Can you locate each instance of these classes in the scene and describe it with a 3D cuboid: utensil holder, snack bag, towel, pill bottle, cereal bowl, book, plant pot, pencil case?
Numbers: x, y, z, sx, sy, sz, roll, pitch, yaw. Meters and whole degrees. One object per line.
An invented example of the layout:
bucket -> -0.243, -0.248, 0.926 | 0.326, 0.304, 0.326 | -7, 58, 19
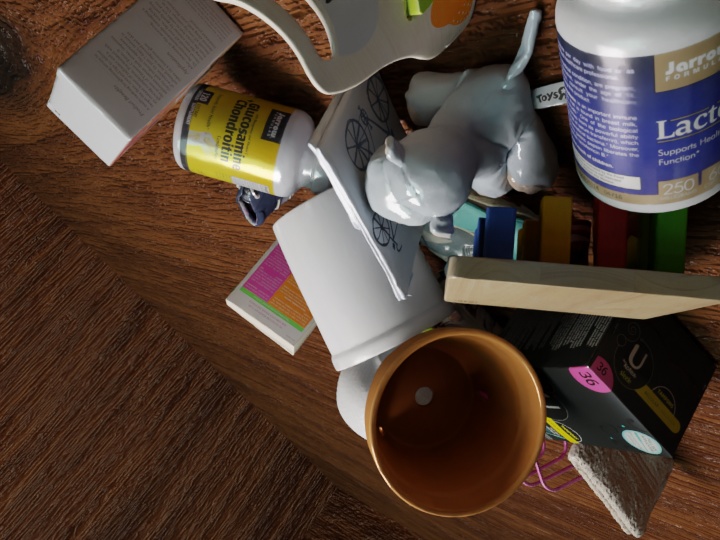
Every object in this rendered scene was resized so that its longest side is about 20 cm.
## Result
utensil holder -> 0.000, 0.000, 0.876 | 0.201, 0.169, 0.170 | 63, 157, 1
snack bag -> 0.021, -0.100, 0.713 | 0.021, 0.189, 0.200 | -11, 129, 27
towel -> 0.360, 0.259, 0.938 | 0.200, 0.133, 0.034 | 49, 154, -25
pill bottle -> -0.125, -0.158, 0.873 | 0.199, 0.113, 0.112 | 15, 155, 3
cereal bowl -> 0.068, 0.151, 0.950 | 0.199, 0.200, 0.084 | 25, 124, 31
book -> -0.096, 0.011, 1.076 | 0.133, 0.200, 0.048 | 35, 158, 9
plant pot -> 0.092, 0.159, 0.792 | 0.200, 0.200, 0.140 | 42, 173, -10
pill bottle -> 0.190, -0.144, 0.450 | 0.115, 0.116, 0.200 | 20, 152, 37
pencil case -> 0.161, 0.086, 0.987 | 0.200, 0.078, 0.089 | 45, 159, -16

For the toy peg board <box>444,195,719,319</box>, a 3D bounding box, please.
toy peg board -> 0.177, -0.020, 0.600 | 0.198, 0.098, 0.200 | 5, 173, 7

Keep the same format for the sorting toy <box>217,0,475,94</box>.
sorting toy -> -0.019, -0.227, 0.524 | 0.200, 0.180, 0.107 | 39, 158, -3

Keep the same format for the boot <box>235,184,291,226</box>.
boot -> -0.140, -0.143, 0.994 | 0.073, 0.090, 0.200 | 31, 157, 18

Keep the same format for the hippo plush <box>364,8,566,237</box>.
hippo plush -> 0.096, -0.095, 0.628 | 0.159, 0.161, 0.200 | 47, 157, -20

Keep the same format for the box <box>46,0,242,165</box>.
box -> -0.266, -0.245, 0.845 | 0.106, 0.200, 0.152 | 46, 158, -19

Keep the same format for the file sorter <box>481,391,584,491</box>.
file sorter -> 0.242, 0.235, 1.010 | 0.200, 0.138, 0.126 | -20, 85, 65

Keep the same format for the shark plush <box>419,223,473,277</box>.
shark plush -> 0.112, -0.066, 0.839 | 0.200, 0.091, 0.083 | 51, 144, 25

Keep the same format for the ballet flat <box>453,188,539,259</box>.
ballet flat -> 0.150, -0.059, 0.748 | 0.199, 0.062, 0.068 | 29, 137, -4

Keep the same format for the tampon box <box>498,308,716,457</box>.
tampon box -> 0.269, 0.115, 0.810 | 0.150, 0.126, 0.200 | 44, 158, -13
